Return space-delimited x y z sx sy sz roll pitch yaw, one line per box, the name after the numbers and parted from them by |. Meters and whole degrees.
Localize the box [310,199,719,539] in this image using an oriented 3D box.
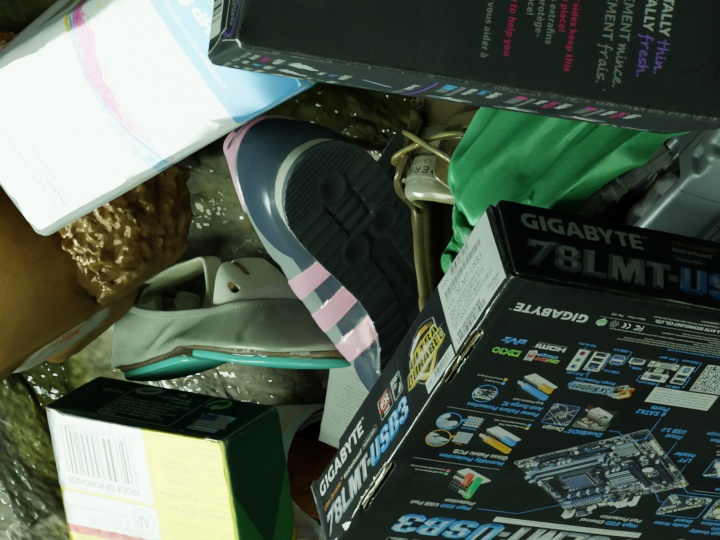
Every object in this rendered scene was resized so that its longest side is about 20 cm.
0.107 0.064 1.246 0.199 0.050 0.199 9 137 -24 | box

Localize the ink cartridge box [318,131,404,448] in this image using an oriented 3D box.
0.044 0.030 1.415 0.109 0.050 0.200 22 140 10 | ink cartridge box

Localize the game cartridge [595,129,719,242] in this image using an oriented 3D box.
0.171 0.000 1.280 0.133 0.042 0.200 13 143 -23 | game cartridge

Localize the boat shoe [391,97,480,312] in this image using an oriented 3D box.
0.051 -0.041 1.264 0.074 0.066 0.201 -4 97 53 | boat shoe

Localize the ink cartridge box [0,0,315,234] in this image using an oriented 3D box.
-0.072 -0.113 1.251 0.200 0.145 0.085 -27 104 44 | ink cartridge box

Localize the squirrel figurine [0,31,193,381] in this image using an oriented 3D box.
-0.188 -0.052 1.413 0.200 0.141 0.187 -37 84 37 | squirrel figurine

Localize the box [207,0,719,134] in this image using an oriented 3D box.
0.049 -0.127 1.089 0.199 0.123 0.106 9 180 -9 | box

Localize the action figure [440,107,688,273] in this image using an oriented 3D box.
0.101 -0.070 1.197 0.200 0.055 0.118 -48 60 17 | action figure

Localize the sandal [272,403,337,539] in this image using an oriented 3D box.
-0.021 0.106 1.517 0.206 0.079 0.059 7 134 14 | sandal

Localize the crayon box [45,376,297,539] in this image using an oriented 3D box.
-0.093 0.163 1.490 0.127 0.051 0.201 8 115 35 | crayon box

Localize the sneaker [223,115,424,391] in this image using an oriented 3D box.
0.000 0.000 1.338 0.082 0.070 0.200 32 156 49 | sneaker

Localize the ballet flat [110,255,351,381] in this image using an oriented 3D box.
-0.071 0.023 1.440 0.067 0.064 0.200 3 174 -35 | ballet flat
